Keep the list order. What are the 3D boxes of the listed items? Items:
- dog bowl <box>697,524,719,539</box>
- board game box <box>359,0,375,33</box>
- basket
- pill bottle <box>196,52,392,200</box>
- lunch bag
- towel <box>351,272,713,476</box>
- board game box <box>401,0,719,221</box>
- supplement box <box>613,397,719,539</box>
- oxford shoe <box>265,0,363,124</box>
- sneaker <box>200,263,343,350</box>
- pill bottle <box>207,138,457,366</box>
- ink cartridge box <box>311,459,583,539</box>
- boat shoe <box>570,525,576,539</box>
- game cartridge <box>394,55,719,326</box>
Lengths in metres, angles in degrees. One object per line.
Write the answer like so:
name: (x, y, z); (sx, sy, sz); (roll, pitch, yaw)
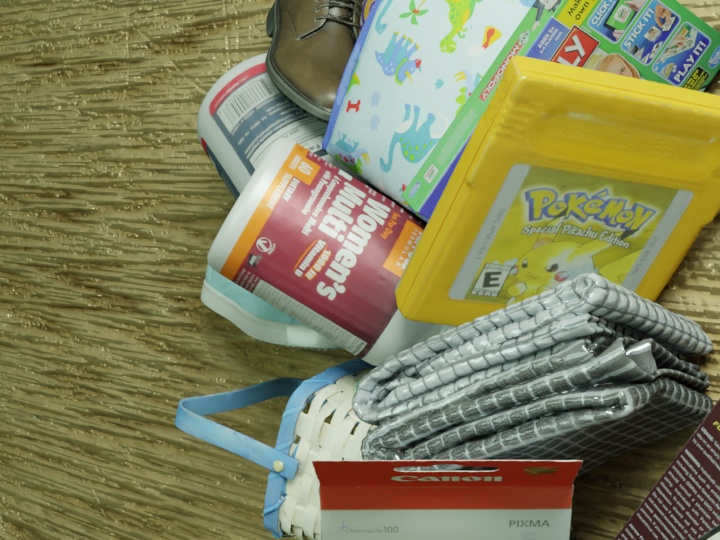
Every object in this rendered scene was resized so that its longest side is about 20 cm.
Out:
dog bowl: (0.259, 0.232, 0.772); (0.199, 0.074, 0.201); (7, 114, 16)
board game box: (0.035, -0.213, 1.133); (0.096, 0.030, 0.201); (40, 120, 41)
basket: (-0.020, 0.133, 1.084); (0.199, 0.176, 0.140); (16, 103, 27)
pill bottle: (-0.042, -0.073, 1.145); (0.120, 0.119, 0.200); (-56, 52, 31)
lunch bag: (0.085, -0.140, 1.001); (0.170, 0.127, 0.201); (35, 115, 42)
towel: (0.118, 0.088, 0.907); (0.200, 0.165, 0.086); (-24, 64, 29)
board game box: (0.135, -0.098, 0.908); (0.200, 0.134, 0.029); (-55, 35, 14)
supplement box: (0.222, 0.158, 0.861); (0.061, 0.109, 0.200); (51, 125, 36)
oxford shoe: (-0.032, -0.189, 1.119); (0.085, 0.072, 0.200); (-59, 31, 33)
sneaker: (-0.074, 0.012, 1.212); (0.200, 0.074, 0.082); (21, 108, 45)
pill bottle: (0.000, 0.000, 1.002); (0.200, 0.110, 0.110); (31, 120, -3)
ink cartridge box: (0.053, 0.161, 0.886); (0.200, 0.162, 0.057); (80, -171, -75)
boat shoe: (0.086, 0.246, 1.039); (0.200, 0.067, 0.057); (-36, 59, 37)
game cartridge: (0.136, -0.035, 0.886); (0.033, 0.176, 0.200); (-102, 28, -43)
